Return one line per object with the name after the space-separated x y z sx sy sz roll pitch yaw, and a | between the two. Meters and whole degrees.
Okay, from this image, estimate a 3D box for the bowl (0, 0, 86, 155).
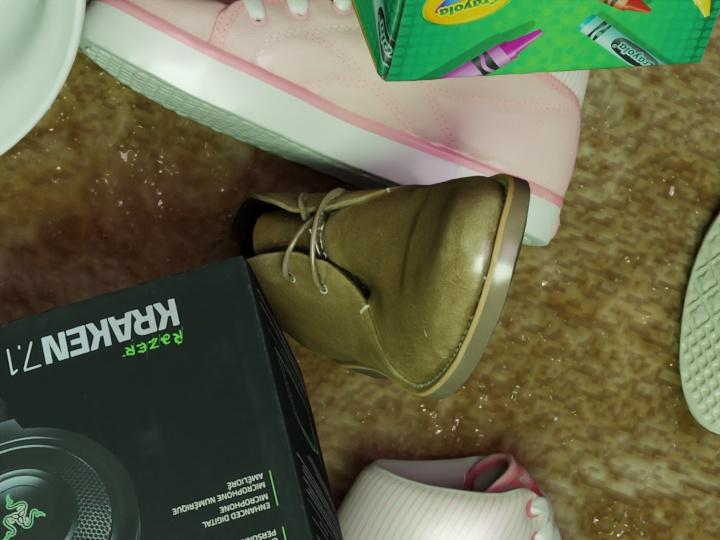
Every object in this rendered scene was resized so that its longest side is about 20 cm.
-0.184 -0.127 0.806 0.200 0.091 0.202 3 129 4 | bowl

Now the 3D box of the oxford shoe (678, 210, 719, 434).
0.184 -0.027 0.958 0.058 0.075 0.201 21 87 -52 | oxford shoe

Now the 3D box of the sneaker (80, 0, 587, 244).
-0.002 -0.089 0.884 0.199 0.075 0.105 20 88 -22 | sneaker

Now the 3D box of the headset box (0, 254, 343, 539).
-0.087 0.123 0.757 0.173 0.093 0.201 -16 61 4 | headset box

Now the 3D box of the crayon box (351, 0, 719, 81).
0.043 -0.159 0.851 0.118 0.058 0.201 -5 50 -16 | crayon box

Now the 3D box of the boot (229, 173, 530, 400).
0.000 0.000 0.830 0.075 0.200 0.074 21 78 -15 | boot

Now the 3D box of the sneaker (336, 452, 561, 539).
0.074 0.133 0.920 0.199 0.075 0.105 21 91 -12 | sneaker
